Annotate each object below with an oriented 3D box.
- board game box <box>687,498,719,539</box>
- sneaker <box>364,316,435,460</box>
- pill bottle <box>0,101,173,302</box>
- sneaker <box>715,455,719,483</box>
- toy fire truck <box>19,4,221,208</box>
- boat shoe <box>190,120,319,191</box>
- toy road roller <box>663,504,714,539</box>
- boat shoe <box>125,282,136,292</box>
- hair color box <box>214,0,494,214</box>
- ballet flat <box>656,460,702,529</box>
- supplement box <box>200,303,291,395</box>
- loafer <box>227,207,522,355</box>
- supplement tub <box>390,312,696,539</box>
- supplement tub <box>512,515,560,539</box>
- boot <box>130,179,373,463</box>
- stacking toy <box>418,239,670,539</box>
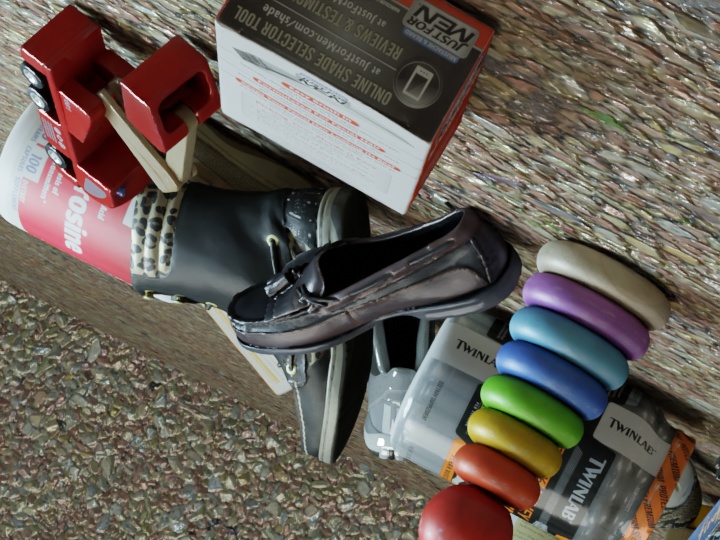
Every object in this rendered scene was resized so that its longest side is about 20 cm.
[{"bbox_3d":[0.299,0.271,1.974,0.135,0.200,0.035,30,-153,-8],"label":"board game box"},{"bbox_3d":[0.035,0.052,1.952,0.075,0.116,0.200,-1,-151,-4],"label":"sneaker"},{"bbox_3d":[-0.154,-0.046,1.805,0.200,0.112,0.112,26,172,18],"label":"pill bottle"},{"bbox_3d":[0.293,0.128,1.527,0.082,0.078,0.200,27,-178,-15],"label":"sneaker"},{"bbox_3d":[-0.144,-0.092,1.555,0.141,0.049,0.200,38,158,24],"label":"toy fire truck"},{"bbox_3d":[-0.122,-0.071,1.705,0.200,0.065,0.071,28,173,2],"label":"boat shoe"},{"bbox_3d":[0.345,0.279,2.115,0.146,0.123,0.200,20,175,-21],"label":"toy road roller"},{"bbox_3d":[-0.175,-0.057,1.977,0.072,0.076,0.200,-7,153,-7],"label":"boat shoe"},{"bbox_3d":[-0.006,-0.092,1.176,0.111,0.064,0.200,30,173,1],"label":"hair color box"},{"bbox_3d":[0.206,0.142,1.945,0.200,0.068,0.075,34,155,-22],"label":"ballet flat"},{"bbox_3d":[-0.069,0.026,1.986,0.126,0.074,0.200,51,172,-1],"label":"supplement box"},{"bbox_3d":[0.000,0.000,1.552,0.200,0.072,0.063,-12,132,26],"label":"loafer"},{"bbox_3d":[0.132,0.119,1.810,0.200,0.123,0.123,26,172,7],"label":"supplement tub"},{"bbox_3d":[0.147,0.211,2.055,0.144,0.200,0.144,29,172,4],"label":"supplement tub"},{"bbox_3d":[-0.072,0.027,1.680,0.154,0.204,0.073,9,-149,14],"label":"boot"},{"bbox_3d":[0.098,0.087,1.439,0.085,0.200,0.085,28,172,4],"label":"stacking toy"}]
